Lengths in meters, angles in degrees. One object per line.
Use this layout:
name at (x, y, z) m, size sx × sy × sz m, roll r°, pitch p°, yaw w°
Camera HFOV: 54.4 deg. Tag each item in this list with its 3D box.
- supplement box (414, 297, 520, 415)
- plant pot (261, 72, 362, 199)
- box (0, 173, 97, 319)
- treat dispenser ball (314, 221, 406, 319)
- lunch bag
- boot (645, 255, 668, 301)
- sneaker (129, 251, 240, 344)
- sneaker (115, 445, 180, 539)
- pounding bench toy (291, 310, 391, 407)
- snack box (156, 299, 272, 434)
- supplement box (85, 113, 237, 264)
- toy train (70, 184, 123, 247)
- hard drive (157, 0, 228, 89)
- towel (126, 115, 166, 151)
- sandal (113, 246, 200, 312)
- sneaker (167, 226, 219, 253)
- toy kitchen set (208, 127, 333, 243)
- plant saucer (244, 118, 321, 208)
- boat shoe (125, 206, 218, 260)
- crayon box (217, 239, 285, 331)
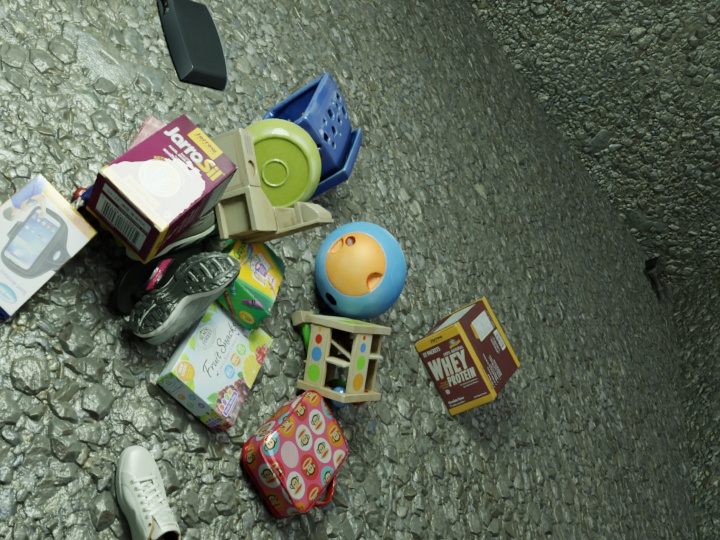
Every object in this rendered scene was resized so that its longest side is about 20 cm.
supplement box at (0.268, 0.210, 1.739) m, size 0.199 × 0.131 × 0.201 m, roll -29°, pitch 91°, yaw -54°
plant pot at (-0.113, -0.277, 1.545) m, size 0.180 × 0.197 × 0.203 m, roll 48°, pitch 36°, yaw -28°
box at (-0.488, -0.028, 0.999) m, size 0.119 × 0.041 × 0.201 m, roll 47°, pitch 53°, yaw -17°
treat dispenser ball at (0.000, 0.000, 1.487) m, size 0.199 × 0.199 × 0.205 m, roll 29°, pitch 46°, yaw -36°
lunch bag at (-0.103, 0.332, 1.242) m, size 0.179 × 0.081 × 0.200 m, roll 58°, pitch 35°, yaw -5°
boot at (1.428, 0.040, 3.359) m, size 0.177 × 0.068 × 0.200 m, roll 61°, pitch 39°, yaw -10°
sneaker at (-0.281, 0.044, 1.144) m, size 0.199 × 0.080 × 0.074 m, roll -37°, pitch 64°, yaw -16°
sneaker at (-0.291, 0.344, 1.000) m, size 0.072 × 0.084 × 0.205 m, roll 0°, pitch 66°, yaw -48°
pounding bench toy at (-0.061, 0.172, 1.374) m, size 0.123 × 0.196 × 0.161 m, roll 9°, pitch 90°, yaw -51°
snack box at (-0.245, 0.153, 1.208) m, size 0.142 × 0.052 × 0.202 m, roll 45°, pitch 38°, yaw -20°
supplement box at (-0.309, -0.131, 1.107) m, size 0.131 × 0.103 × 0.201 m, roll 42°, pitch 46°, yaw -4°
toy train at (-0.415, -0.087, 1.150) m, size 0.201 × 0.083 × 0.117 m, roll -56°, pitch 129°, yaw -41°
hard drive at (-0.356, -0.496, 1.510) m, size 0.133 × 0.042 × 0.205 m, roll -1°, pitch 68°, yaw -51°
towel at (-0.327, -0.205, 1.301) m, size 0.195 × 0.023 × 0.146 m, roll 20°, pitch 48°, yaw -9°
sandal at (-0.329, 0.012, 1.173) m, size 0.199 × 0.044 × 0.077 m, roll -33°, pitch 133°, yaw -51°
sneaker at (-0.287, -0.085, 1.299) m, size 0.073 × 0.081 × 0.200 m, roll 26°, pitch 47°, yaw 22°
toy kitchen set at (-0.153, -0.157, 1.284) m, size 0.199 × 0.159 × 0.186 m, roll -6°, pitch 85°, yaw -69°
plant saucer at (-0.174, -0.201, 1.414) m, size 0.199 × 0.200 × 0.031 m, roll 40°, pitch 11°, yaw -25°
boat shoe at (-0.311, -0.086, 1.188) m, size 0.071 × 0.062 × 0.201 m, roll 28°, pitch 41°, yaw 26°
crayon box at (-0.209, 0.007, 1.296) m, size 0.119 × 0.058 × 0.201 m, roll 48°, pitch 19°, yaw -18°
